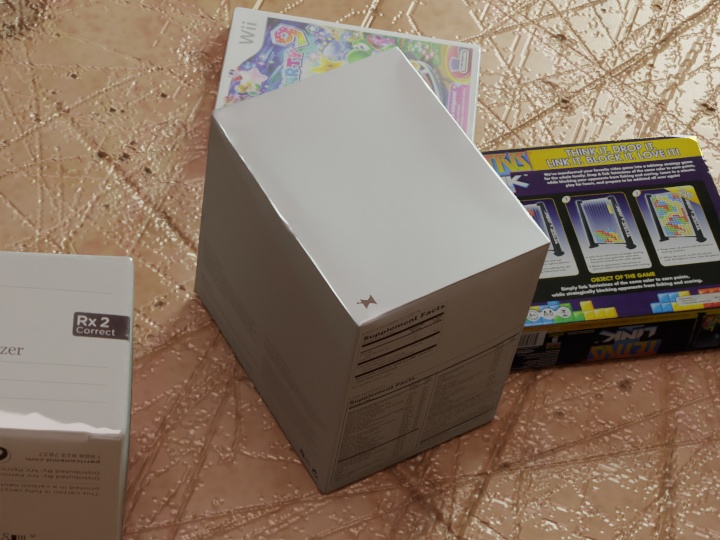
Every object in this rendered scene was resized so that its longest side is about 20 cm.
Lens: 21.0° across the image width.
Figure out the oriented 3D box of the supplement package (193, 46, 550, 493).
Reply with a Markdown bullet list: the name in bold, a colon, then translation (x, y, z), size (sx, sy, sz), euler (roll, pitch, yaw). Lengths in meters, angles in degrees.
- **supplement package**: translation (0.000, 0.000, 1.290), size (0.147, 0.200, 0.191), euler (-22, 60, -23)

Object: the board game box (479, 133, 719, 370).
- **board game box**: translation (0.171, -0.015, 1.420), size (0.200, 0.057, 0.165), euler (-5, 52, -12)

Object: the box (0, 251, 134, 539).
- **box**: translation (-0.240, 0.094, 1.181), size (0.199, 0.200, 0.131), euler (3, 53, -7)

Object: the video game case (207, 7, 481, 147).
- **video game case**: translation (-0.009, -0.135, 1.506), size (0.200, 0.018, 0.143), euler (9, 53, -2)
